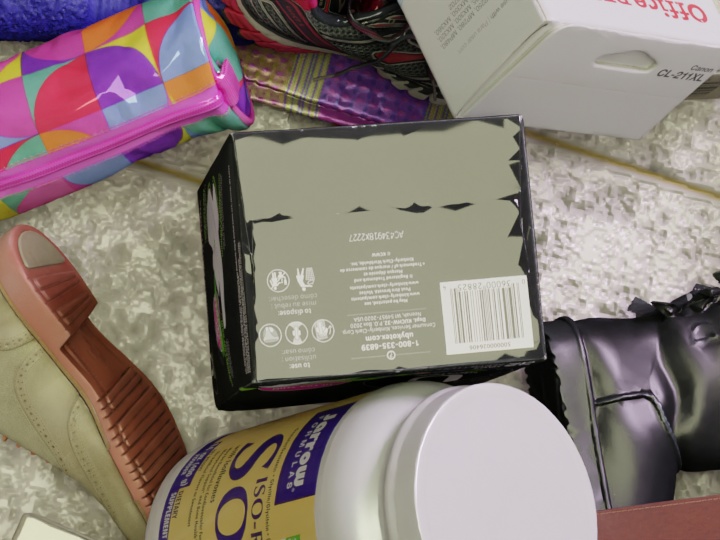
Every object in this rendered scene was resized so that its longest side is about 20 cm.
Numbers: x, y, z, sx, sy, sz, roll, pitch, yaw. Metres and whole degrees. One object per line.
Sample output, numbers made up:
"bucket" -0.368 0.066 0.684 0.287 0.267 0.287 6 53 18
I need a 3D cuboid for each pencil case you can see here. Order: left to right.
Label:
"pencil case" -0.155 -0.076 1.363 0.200 0.088 0.089 -24 87 6

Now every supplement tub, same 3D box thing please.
"supplement tub" 0.004 0.135 1.304 0.145 0.200 0.146 16 66 -39

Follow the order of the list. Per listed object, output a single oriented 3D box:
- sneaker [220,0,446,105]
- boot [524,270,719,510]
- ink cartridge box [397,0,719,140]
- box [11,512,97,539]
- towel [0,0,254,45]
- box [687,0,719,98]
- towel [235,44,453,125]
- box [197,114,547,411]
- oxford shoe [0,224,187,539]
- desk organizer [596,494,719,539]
"sneaker" 0.026 -0.133 1.384 0.199 0.075 0.081 6 87 -29
"boot" 0.181 0.100 1.421 0.162 0.073 0.199 -8 86 -15
"ink cartridge box" 0.082 -0.172 1.349 0.145 0.083 0.200 4 53 -43
"box" -0.181 0.228 1.345 0.068 0.082 0.201 24 82 -4
"towel" -0.144 -0.196 1.405 0.199 0.050 0.148 0 80 0
"box" 0.173 -0.198 1.441 0.068 0.082 0.201 -2 84 -8
"towel" -0.003 -0.148 1.447 0.199 0.023 0.144 16 80 -7
"box" 0.000 0.000 1.337 0.148 0.200 0.125 -4 85 -9
"oxford shoe" -0.152 0.076 1.386 0.074 0.071 0.200 -29 92 20
"desk organizer" 0.201 0.156 1.311 0.199 0.072 0.077 -8 63 4
